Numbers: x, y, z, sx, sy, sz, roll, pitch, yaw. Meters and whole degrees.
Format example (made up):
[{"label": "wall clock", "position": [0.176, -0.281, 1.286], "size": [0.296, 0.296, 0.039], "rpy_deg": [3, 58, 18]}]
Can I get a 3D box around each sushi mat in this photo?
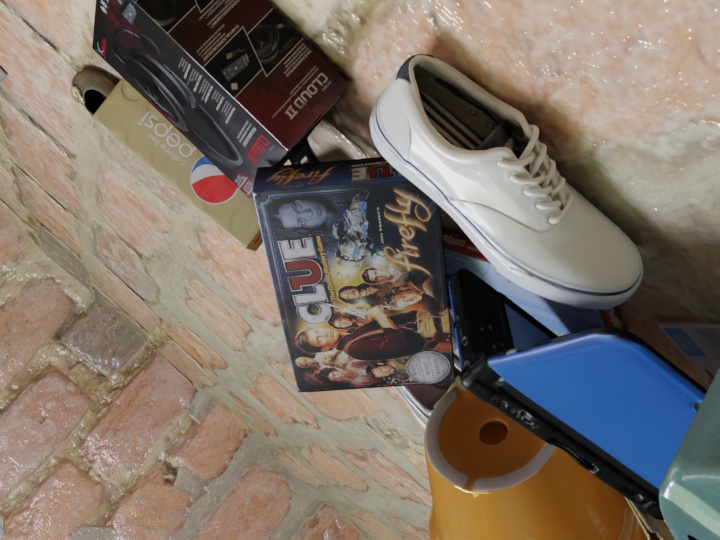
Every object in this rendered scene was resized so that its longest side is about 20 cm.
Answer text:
[{"label": "sushi mat", "position": [0.194, 0.143, 0.743], "size": [0.096, 0.012, 0.201], "rpy_deg": [43, -166, -40]}]

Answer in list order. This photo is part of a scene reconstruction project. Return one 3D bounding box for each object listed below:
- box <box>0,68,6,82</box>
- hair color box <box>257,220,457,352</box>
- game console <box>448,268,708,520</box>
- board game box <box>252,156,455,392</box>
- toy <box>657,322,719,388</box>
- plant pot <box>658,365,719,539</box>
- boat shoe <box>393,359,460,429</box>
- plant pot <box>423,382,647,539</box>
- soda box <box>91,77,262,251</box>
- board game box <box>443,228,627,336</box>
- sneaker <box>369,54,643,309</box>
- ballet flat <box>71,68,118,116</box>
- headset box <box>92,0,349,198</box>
[{"label": "box", "position": [-0.647, -0.308, 1.369], "size": [0.200, 0.131, 0.198], "rpy_deg": [50, 159, -28]}, {"label": "hair color box", "position": [0.000, 0.000, 0.840], "size": [0.200, 0.061, 0.099], "rpy_deg": [44, -175, -11]}, {"label": "game console", "position": [0.169, 0.068, 0.619], "size": [0.199, 0.118, 0.172], "rpy_deg": [35, -152, -23]}, {"label": "board game box", "position": [0.001, 0.008, 0.735], "size": [0.133, 0.035, 0.202], "rpy_deg": [-4, 128, 7]}, {"label": "toy", "position": [0.267, 0.085, 0.566], "size": [0.115, 0.047, 0.200], "rpy_deg": [46, 161, -13]}, {"label": "plant pot", "position": [0.217, 0.042, 0.331], "size": [0.199, 0.197, 0.201], "rpy_deg": [36, 162, 13]}, {"label": "boat shoe", "position": [0.074, 0.116, 0.990], "size": [0.202, 0.074, 0.065], "rpy_deg": [43, 168, 16]}, {"label": "plant pot", "position": [0.142, 0.194, 0.846], "size": [0.199, 0.200, 0.184], "rpy_deg": [22, 148, 43]}, {"label": "soda box", "position": [-0.163, -0.108, 0.933], "size": [0.199, 0.068, 0.064], "rpy_deg": [40, -179, 3]}, {"label": "board game box", "position": [0.122, 0.019, 0.752], "size": [0.199, 0.019, 0.103], "rpy_deg": [21, 153, 45]}, {"label": "sneaker", "position": [0.090, -0.052, 0.571], "size": [0.199, 0.073, 0.071], "rpy_deg": [36, 155, 4]}, {"label": "ballet flat", "position": [-0.266, -0.173, 1.046], "size": [0.199, 0.046, 0.068], "rpy_deg": [27, 157, 36]}, {"label": "headset box", "position": [-0.106, -0.151, 0.729], "size": [0.200, 0.077, 0.149], "rpy_deg": [45, 161, -7]}]
